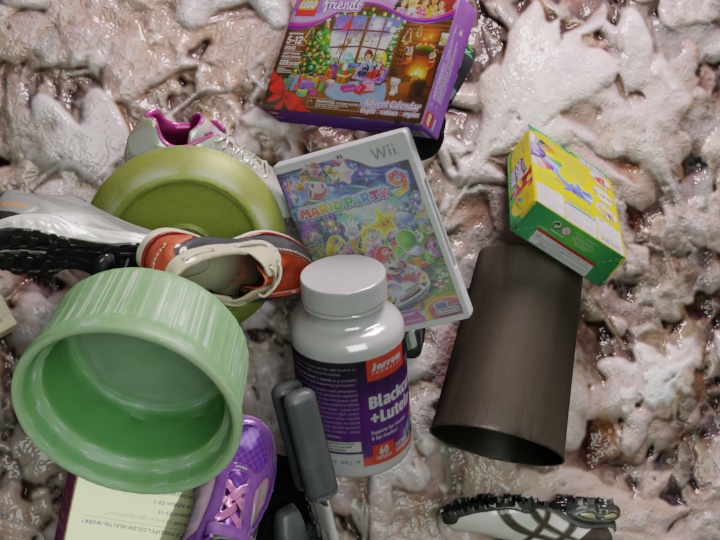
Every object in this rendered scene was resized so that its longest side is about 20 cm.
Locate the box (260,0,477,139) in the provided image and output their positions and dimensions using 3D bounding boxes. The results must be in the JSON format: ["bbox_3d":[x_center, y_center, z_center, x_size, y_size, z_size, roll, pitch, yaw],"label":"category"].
[{"bbox_3d":[0.006,-0.209,1.303,0.039,0.200,0.137,32,72,-53],"label":"box"}]

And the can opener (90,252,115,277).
[{"bbox_3d":[-0.232,0.055,1.225,0.063,0.200,0.079,25,52,17],"label":"can opener"}]

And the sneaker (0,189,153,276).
[{"bbox_3d":[-0.244,-0.032,1.209,0.200,0.074,0.079,14,41,-28],"label":"sneaker"}]

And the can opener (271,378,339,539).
[{"bbox_3d":[-0.059,0.204,1.250,0.067,0.053,0.200,-23,114,-23],"label":"can opener"}]

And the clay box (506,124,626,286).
[{"bbox_3d":[0.212,-0.074,1.375,0.115,0.200,0.048,32,116,-12],"label":"clay box"}]

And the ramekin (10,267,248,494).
[{"bbox_3d":[-0.192,0.092,1.140,0.200,0.200,0.098,27,38,-13],"label":"ramekin"}]

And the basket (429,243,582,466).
[{"bbox_3d":[0.159,0.085,1.350,0.136,0.180,0.200,6,73,22],"label":"basket"}]

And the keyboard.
[{"bbox_3d":[-0.091,0.285,1.304,0.104,0.040,0.200,23,75,-52],"label":"keyboard"}]

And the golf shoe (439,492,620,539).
[{"bbox_3d":[0.180,0.282,1.376,0.199,0.078,0.095,5,85,-15],"label":"golf shoe"}]

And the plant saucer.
[{"bbox_3d":[-0.171,-0.021,1.275,0.199,0.031,0.200,-2,111,-5],"label":"plant saucer"}]

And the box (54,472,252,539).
[{"bbox_3d":[-0.201,0.259,1.257,0.176,0.097,0.201,12,83,-15],"label":"box"}]

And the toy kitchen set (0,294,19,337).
[{"bbox_3d":[-0.361,0.143,1.182,0.180,0.163,0.200,-30,95,-16],"label":"toy kitchen set"}]

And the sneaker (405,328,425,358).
[{"bbox_3d":[0.000,0.000,1.355,0.115,0.075,0.200,-8,107,11],"label":"sneaker"}]

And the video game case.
[{"bbox_3d":[0.013,-0.030,1.287,0.143,0.018,0.200,-13,109,22],"label":"video game case"}]

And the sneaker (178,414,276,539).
[{"bbox_3d":[-0.124,0.229,1.186,0.080,0.088,0.201,22,80,-12],"label":"sneaker"}]

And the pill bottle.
[{"bbox_3d":[-0.010,0.091,1.276,0.111,0.111,0.200,-14,118,-16],"label":"pill bottle"}]

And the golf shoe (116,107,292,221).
[{"bbox_3d":[-0.137,-0.103,1.296,0.200,0.075,0.092,9,119,-16],"label":"golf shoe"}]

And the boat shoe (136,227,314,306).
[{"bbox_3d":[-0.112,0.000,1.217,0.200,0.063,0.071,7,106,-45],"label":"boat shoe"}]

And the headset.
[{"bbox_3d":[0.039,-0.159,1.345,0.094,0.124,0.200,32,102,-12],"label":"headset"}]
